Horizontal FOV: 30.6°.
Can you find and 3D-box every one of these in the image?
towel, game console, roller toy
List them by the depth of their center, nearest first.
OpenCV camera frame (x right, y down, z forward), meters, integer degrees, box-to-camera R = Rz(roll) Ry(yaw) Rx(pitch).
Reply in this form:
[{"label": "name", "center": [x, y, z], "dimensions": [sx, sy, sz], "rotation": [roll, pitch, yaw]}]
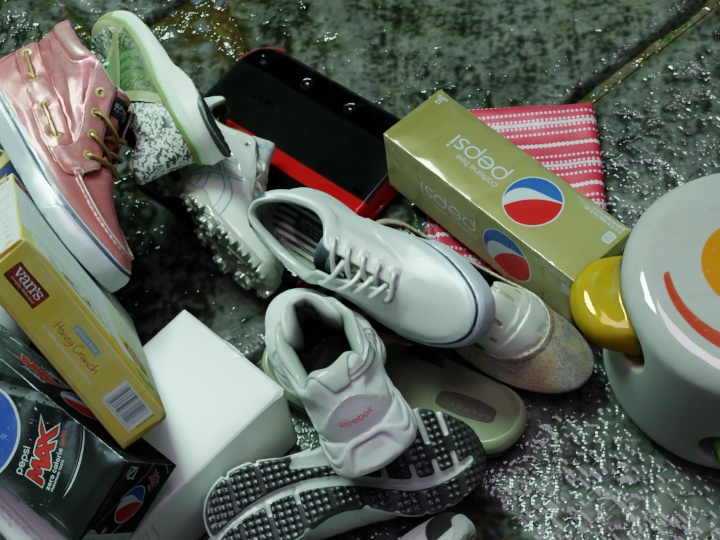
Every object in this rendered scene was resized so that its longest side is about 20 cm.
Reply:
[{"label": "roller toy", "center": [0.261, 0.030, 0.900], "dimensions": [0.200, 0.140, 0.182], "rotation": [36, 65, 22]}, {"label": "towel", "center": [0.124, -0.054, 1.052], "dimensions": [0.144, 0.023, 0.201], "rotation": [-2, 56, 4]}, {"label": "game console", "center": [-0.067, -0.091, 1.099], "dimensions": [0.200, 0.031, 0.177], "rotation": [32, 71, 26]}]

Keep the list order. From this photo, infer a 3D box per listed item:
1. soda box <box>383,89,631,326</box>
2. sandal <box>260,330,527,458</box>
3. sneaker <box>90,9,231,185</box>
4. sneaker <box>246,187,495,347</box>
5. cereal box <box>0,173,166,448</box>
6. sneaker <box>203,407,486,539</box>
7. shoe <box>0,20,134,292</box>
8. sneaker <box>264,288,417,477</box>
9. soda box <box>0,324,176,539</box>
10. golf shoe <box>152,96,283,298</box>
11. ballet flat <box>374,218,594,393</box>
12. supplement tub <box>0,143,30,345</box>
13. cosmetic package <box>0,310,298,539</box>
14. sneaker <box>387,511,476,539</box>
[{"label": "soda box", "center": [0.107, -0.049, 0.995], "dimensions": [0.064, 0.068, 0.200], "rotation": [-39, 60, -19]}, {"label": "sandal", "center": [0.025, 0.075, 0.954], "dimensions": [0.200, 0.057, 0.080], "rotation": [14, 59, 15]}, {"label": "sneaker", "center": [-0.181, -0.133, 1.017], "dimensions": [0.088, 0.077, 0.200], "rotation": [-32, 46, -11]}, {"label": "sneaker", "center": [0.000, 0.000, 0.920], "dimensions": [0.200, 0.073, 0.071], "rotation": [26, 19, 32]}, {"label": "cereal box", "center": [-0.194, 0.020, 0.861], "dimensions": [0.039, 0.144, 0.200], "rotation": [-37, 21, -4]}, {"label": "sneaker", "center": [-0.012, 0.144, 0.900], "dimensions": [0.199, 0.080, 0.074], "rotation": [-11, 76, -13]}, {"label": "shoe", "center": [-0.195, -0.086, 0.932], "dimensions": [0.091, 0.072, 0.200], "rotation": [-35, 70, -3]}, {"label": "sneaker", "center": [-0.024, 0.045, 0.872], "dimensions": [0.078, 0.100, 0.200], "rotation": [-29, 29, -7]}, {"label": "soda box", "center": [-0.220, 0.093, 0.849], "dimensions": [0.200, 0.071, 0.063], "rotation": [33, 93, 22]}, {"label": "golf shoe", "center": [-0.100, -0.069, 1.035], "dimensions": [0.097, 0.078, 0.200], "rotation": [-30, 60, -14]}, {"label": "ballet flat", "center": [0.077, 0.024, 0.952], "dimensions": [0.200, 0.067, 0.068], "rotation": [29, 76, 20]}, {"label": "supplement tub", "center": [-0.293, -0.033, 1.012], "dimensions": [0.144, 0.145, 0.201], "rotation": [3, 56, 9]}, {"label": "cosmetic package", "center": [-0.151, 0.138, 0.916], "dimensions": [0.108, 0.085, 0.200], "rotation": [38, 67, 27]}, {"label": "sneaker", "center": [-0.017, 0.209, 0.858], "dimensions": [0.200, 0.076, 0.088], "rotation": [-35, 59, -17]}]
